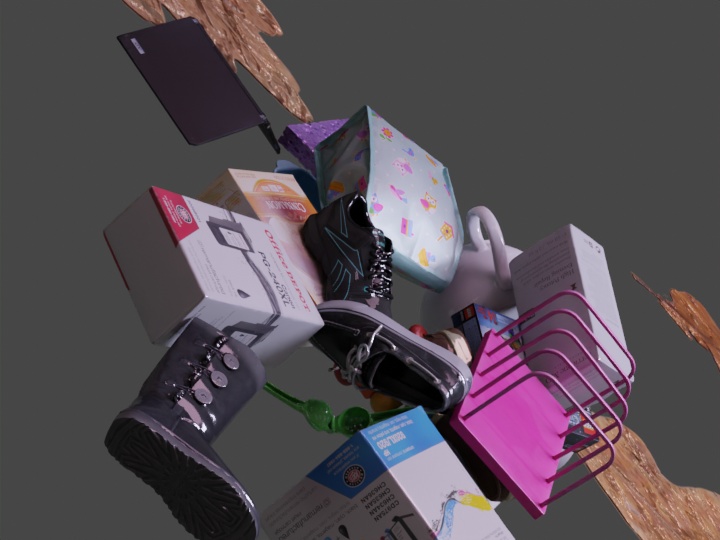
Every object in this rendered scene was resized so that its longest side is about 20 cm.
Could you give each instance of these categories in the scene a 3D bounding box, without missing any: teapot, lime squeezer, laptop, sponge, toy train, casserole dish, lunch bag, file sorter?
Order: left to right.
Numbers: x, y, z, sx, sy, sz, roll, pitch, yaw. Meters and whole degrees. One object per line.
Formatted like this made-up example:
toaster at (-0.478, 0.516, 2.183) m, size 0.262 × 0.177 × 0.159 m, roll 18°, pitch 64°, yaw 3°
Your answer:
laptop at (-0.201, -0.221, 1.968) m, size 0.178 × 0.103 × 0.200 m, roll 56°, pitch -4°, yaw 14°
casserole dish at (-0.053, -0.050, 1.933) m, size 0.200 × 0.039 × 0.121 m, roll 54°, pitch 21°, yaw 10°
lime squeezer at (-0.024, 0.150, 1.626) m, size 0.199 × 0.071 × 0.038 m, roll 11°, pitch 66°, yaw -13°
sponge at (-0.012, -0.159, 2.091) m, size 0.112 × 0.030 × 0.200 m, roll 44°, pitch 29°, yaw 20°
toy train at (0.025, 0.141, 1.731) m, size 0.200 × 0.084 × 0.116 m, roll -24°, pitch 92°, yaw -63°
lunch bag at (0.035, -0.074, 1.918) m, size 0.170 × 0.122 × 0.201 m, roll 33°, pitch 34°, yaw -34°
teapot at (0.153, 0.027, 1.994) m, size 0.197 × 0.200 × 0.146 m, roll 18°, pitch 40°, yaw -52°
file sorter at (0.203, 0.131, 1.632) m, size 0.139 × 0.125 × 0.200 m, roll 49°, pitch 28°, yaw -10°

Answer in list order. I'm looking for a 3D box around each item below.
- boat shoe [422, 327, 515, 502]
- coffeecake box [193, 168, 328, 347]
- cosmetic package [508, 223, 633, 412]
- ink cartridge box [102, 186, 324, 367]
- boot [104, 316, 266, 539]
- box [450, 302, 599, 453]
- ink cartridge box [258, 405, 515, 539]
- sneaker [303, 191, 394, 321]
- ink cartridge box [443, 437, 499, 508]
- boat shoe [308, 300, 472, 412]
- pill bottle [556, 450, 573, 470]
boat shoe at (0.104, 0.164, 1.681) m, size 0.075 × 0.075 × 0.203 m, roll -12°, pitch 64°, yaw -27°
coffeecake box at (-0.084, -0.013, 1.760) m, size 0.200 × 0.073 × 0.153 m, roll 56°, pitch 21°, yaw 15°
cosmetic package at (0.244, 0.058, 1.812) m, size 0.074 × 0.102 × 0.201 m, roll 30°, pitch 38°, yaw -36°
ink cartridge box at (-0.147, 0.010, 1.581) m, size 0.200 × 0.083 × 0.146 m, roll 16°, pitch 39°, yaw -54°
boot at (-0.130, 0.145, 1.403) m, size 0.165 × 0.066 × 0.200 m, roll 46°, pitch 24°, yaw -7°
box at (0.195, 0.128, 1.811) m, size 0.200 × 0.038 × 0.137 m, roll 21°, pitch 46°, yaw -45°
ink cartridge box at (0.037, 0.258, 1.440) m, size 0.200 × 0.147 × 0.145 m, roll 53°, pitch 22°, yaw 12°
sneaker at (0.000, 0.000, 1.696) m, size 0.075 × 0.079 × 0.201 m, roll 21°, pitch 37°, yaw -52°
ink cartridge box at (0.078, 0.238, 1.665) m, size 0.117 × 0.067 × 0.200 m, roll 52°, pitch 21°, yaw 6°
boat shoe at (0.015, 0.094, 1.598) m, size 0.199 × 0.074 × 0.068 m, roll 28°, pitch 32°, yaw 21°
pill bottle at (0.172, 0.169, 1.898) m, size 0.200 × 0.119 × 0.120 m, roll 36°, pitch 25°, yaw -32°
